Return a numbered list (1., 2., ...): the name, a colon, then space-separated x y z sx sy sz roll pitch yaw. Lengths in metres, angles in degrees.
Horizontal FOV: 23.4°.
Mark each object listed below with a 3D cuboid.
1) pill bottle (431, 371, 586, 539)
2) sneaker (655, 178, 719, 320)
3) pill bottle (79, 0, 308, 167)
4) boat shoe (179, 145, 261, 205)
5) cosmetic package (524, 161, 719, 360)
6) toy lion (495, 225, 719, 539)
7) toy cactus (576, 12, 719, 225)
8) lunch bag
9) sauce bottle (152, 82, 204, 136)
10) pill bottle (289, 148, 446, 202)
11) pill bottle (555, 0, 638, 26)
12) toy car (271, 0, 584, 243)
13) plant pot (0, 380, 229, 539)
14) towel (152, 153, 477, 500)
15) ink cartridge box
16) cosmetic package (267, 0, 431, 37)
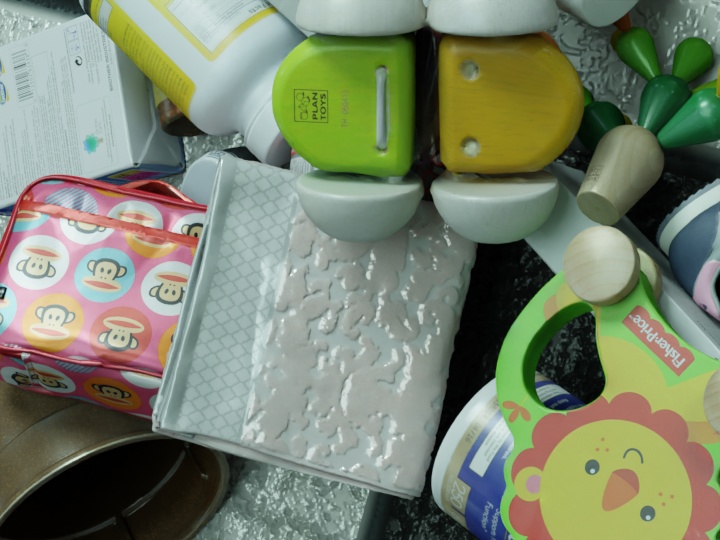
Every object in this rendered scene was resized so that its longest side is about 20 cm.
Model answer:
1. pill bottle: 0.153 0.161 1.135 0.200 0.116 0.116 34 101 31
2. sneaker: 0.286 -0.044 1.106 0.200 0.070 0.082 -41 52 27
3. pill bottle: -0.109 -0.173 1.299 0.200 0.112 0.112 45 107 13
4. boat shoe: -0.122 -0.017 1.357 0.070 0.066 0.201 35 125 19
5. cosmetic package: 0.178 0.009 1.161 0.051 0.082 0.200 -48 62 16
6. toy lion: 0.155 0.104 1.060 0.192 0.069 0.200 -47 62 8
7. toy cactus: 0.192 -0.104 1.138 0.199 0.103 0.165 8 51 40
8. lunch bag: -0.162 0.011 1.249 0.199 0.082 0.177 12 59 5
9. sauce bottle: -0.146 -0.211 1.401 0.066 0.066 0.201 -19 75 28
10. pill bottle: 0.000 0.000 1.252 0.115 0.116 0.201 2 85 32
11. pill bottle: 0.102 -0.250 1.151 0.200 0.114 0.114 38 103 28
12. toy car: 0.044 -0.117 1.136 0.198 0.150 0.176 0 109 3
13. plant pot: -0.232 0.118 1.345 0.200 0.200 0.199 -45 55 18
14. towel: -0.028 0.036 1.172 0.190 0.032 0.201 14 85 -6
15. ink cartridge box: -0.254 -0.125 1.445 0.199 0.076 0.137 -14 81 28
16. cosmetic package: 0.005 -0.209 1.259 0.200 0.090 0.107 45 111 9
